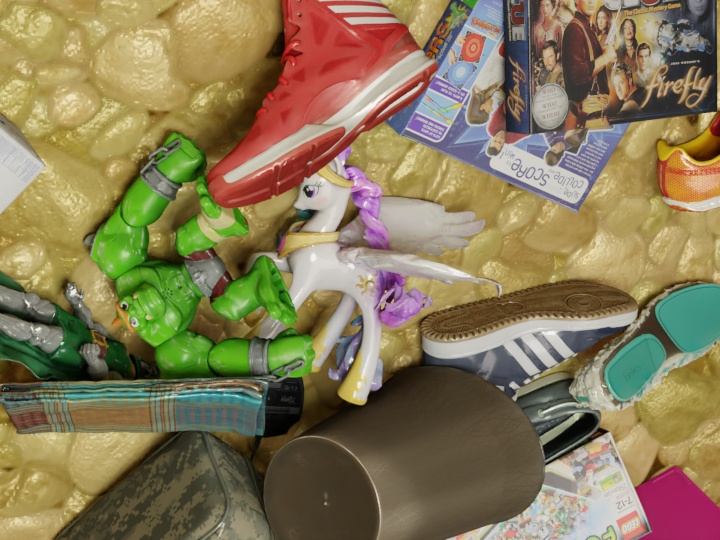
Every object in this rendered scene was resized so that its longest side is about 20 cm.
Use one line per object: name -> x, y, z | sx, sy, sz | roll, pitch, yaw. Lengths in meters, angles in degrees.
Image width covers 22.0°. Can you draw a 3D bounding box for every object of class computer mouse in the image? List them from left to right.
computer mouse -> -0.090, 0.145, 1.578 | 0.059, 0.034, 0.200 | 6, 122, -16

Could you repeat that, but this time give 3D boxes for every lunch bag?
lunch bag -> -0.137, 0.252, 1.530 | 0.200, 0.139, 0.168 | -42, 126, 11

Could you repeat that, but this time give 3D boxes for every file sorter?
file sorter -> 0.269, 0.315, 1.793 | 0.200, 0.139, 0.126 | -27, 128, -12

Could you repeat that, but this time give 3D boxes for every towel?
towel -> -0.170, 0.107, 1.421 | 0.200, 0.022, 0.147 | -1, 164, -4

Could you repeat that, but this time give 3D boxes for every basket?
basket -> 0.026, 0.166, 1.505 | 0.200, 0.180, 0.136 | -17, 116, -55

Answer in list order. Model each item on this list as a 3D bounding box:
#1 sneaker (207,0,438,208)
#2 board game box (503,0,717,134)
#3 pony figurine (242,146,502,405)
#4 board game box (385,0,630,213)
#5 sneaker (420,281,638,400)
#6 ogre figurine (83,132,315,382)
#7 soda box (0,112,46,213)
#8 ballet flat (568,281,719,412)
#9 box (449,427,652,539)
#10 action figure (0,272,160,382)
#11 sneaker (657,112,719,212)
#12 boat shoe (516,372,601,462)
sneaker -> -0.051, -0.138, 1.391 | 0.200, 0.116, 0.078 | -33, 169, -18
board game box -> 0.205, -0.187, 1.498 | 0.200, 0.035, 0.136 | -10, 103, -32
pony figurine -> 0.000, 0.000, 1.470 | 0.193, 0.167, 0.200 | 17, 106, -14
board game box -> 0.134, -0.141, 1.525 | 0.200, 0.034, 0.135 | 22, 105, -34
sneaker -> 0.149, 0.079, 1.636 | 0.200, 0.070, 0.109 | -10, 116, -15
ogre figurine -> -0.128, 0.010, 1.414 | 0.120, 0.098, 0.200 | -31, 109, 15
soda box -> -0.323, -0.034, 1.326 | 0.200, 0.068, 0.064 | -45, 128, 1
ballet flat -> 0.261, 0.068, 1.690 | 0.200, 0.072, 0.072 | -29, 129, -36
box -> 0.164, 0.240, 1.733 | 0.200, 0.035, 0.110 | -27, 101, -12
action figure -> -0.225, 0.052, 1.413 | 0.055, 0.118, 0.200 | -37, 140, 17
sneaker -> 0.355, -0.111, 1.640 | 0.200, 0.073, 0.077 | -19, 114, -21
boat shoe -> 0.127, 0.160, 1.676 | 0.200, 0.062, 0.073 | -27, 126, -12
